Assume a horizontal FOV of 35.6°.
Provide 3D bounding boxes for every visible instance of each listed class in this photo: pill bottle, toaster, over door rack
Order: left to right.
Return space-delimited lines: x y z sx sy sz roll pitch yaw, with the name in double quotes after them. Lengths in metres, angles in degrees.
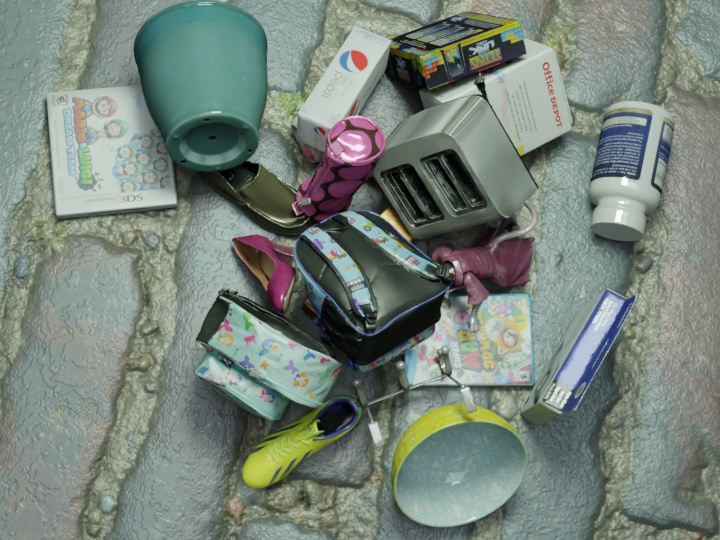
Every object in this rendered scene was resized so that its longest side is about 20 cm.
0.069 0.165 1.572 0.148 0.200 0.067 -21 103 -2 "over door rack"
0.131 -0.151 1.622 0.200 0.181 0.119 57 47 -19 "toaster"
0.417 -0.152 1.744 0.111 0.111 0.200 15 75 -2 "pill bottle"

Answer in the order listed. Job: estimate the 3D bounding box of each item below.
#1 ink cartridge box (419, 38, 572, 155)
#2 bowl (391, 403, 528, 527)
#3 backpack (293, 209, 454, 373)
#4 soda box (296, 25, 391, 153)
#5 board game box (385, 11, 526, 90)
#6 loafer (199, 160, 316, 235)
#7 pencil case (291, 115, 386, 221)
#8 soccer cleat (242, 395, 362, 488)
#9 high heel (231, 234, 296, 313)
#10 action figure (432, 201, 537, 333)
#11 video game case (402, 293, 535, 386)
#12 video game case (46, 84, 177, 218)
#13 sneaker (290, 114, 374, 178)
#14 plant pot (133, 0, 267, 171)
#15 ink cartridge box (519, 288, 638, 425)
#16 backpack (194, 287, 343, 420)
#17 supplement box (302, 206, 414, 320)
0.211 -0.247 1.726 0.200 0.084 0.145 -28 121 -12 "ink cartridge box"
0.129 0.258 1.606 0.200 0.200 0.108 -12 35 -9 "bowl"
0.003 0.019 1.579 0.183 0.135 0.200 -30 61 -28 "backpack"
-0.025 -0.273 1.691 0.064 0.068 0.200 25 60 8 "soda box"
0.136 -0.340 1.719 0.165 0.200 0.057 -20 112 -10 "board game box"
-0.157 -0.119 1.698 0.200 0.070 0.075 28 75 1 "loafer"
-0.034 -0.141 1.614 0.094 0.200 0.091 -14 70 -23 "pencil case"
-0.086 0.242 1.612 0.200 0.084 0.065 -32 82 -12 "soccer cleat"
-0.145 0.005 1.621 0.096 0.200 0.067 11 108 -8 "high heel"
0.180 -0.008 1.663 0.200 0.149 0.134 -21 60 -38 "action figure"
0.163 0.105 1.704 0.200 0.018 0.143 0 77 -6 "video game case"
-0.381 -0.185 1.715 0.182 0.024 0.200 -6 77 -8 "video game case"
-0.025 -0.182 1.723 0.105 0.075 0.200 -39 75 -19 "sneaker"
-0.224 -0.254 1.632 0.200 0.200 0.188 -6 59 -7 "plant pot"
0.312 0.124 1.622 0.041 0.200 0.200 32 75 2 "ink cartridge box"
-0.130 0.129 1.586 0.200 0.178 0.151 23 85 3 "backpack"
0.000 0.000 1.688 0.069 0.067 0.200 38 77 4 "supplement box"
